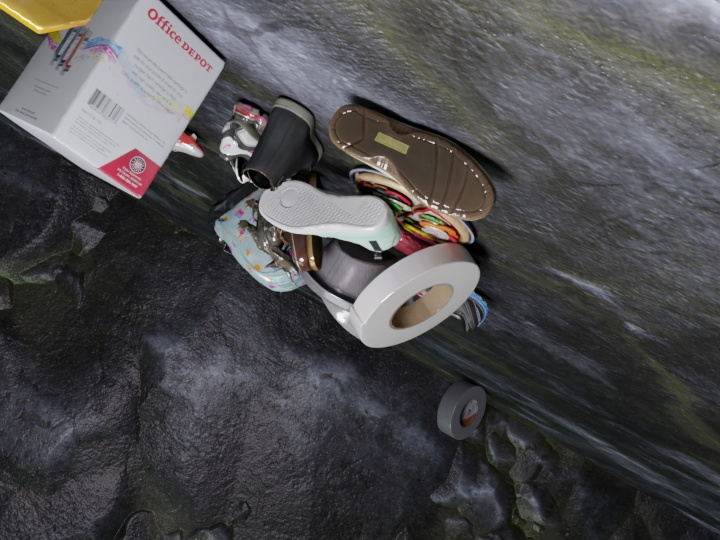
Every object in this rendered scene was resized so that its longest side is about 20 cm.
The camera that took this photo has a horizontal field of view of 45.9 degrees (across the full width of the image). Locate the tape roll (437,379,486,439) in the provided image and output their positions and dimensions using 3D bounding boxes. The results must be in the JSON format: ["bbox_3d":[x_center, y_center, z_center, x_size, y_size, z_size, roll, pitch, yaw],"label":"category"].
[{"bbox_3d":[0.354,0.486,2.970,0.066,0.201,0.200,22,169,41],"label":"tape roll"}]

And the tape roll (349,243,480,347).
[{"bbox_3d":[0.079,0.039,1.228,0.037,0.202,0.203,58,-175,25],"label":"tape roll"}]

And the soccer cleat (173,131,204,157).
[{"bbox_3d":[-0.378,-0.243,1.537,0.199,0.086,0.069,30,171,0],"label":"soccer cleat"}]

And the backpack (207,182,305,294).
[{"bbox_3d":[-0.160,-0.057,1.467,0.200,0.167,0.127,53,-179,17],"label":"backpack"}]

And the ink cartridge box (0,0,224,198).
[{"bbox_3d":[-0.294,-0.221,1.017,0.144,0.201,0.145,25,170,39],"label":"ink cartridge box"}]

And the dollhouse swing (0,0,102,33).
[{"bbox_3d":[-0.251,-0.272,0.577,0.176,0.201,0.181,35,170,-37],"label":"dollhouse swing"}]

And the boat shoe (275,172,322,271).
[{"bbox_3d":[-0.092,-0.069,1.282,0.070,0.201,0.071,-9,130,5],"label":"boat shoe"}]

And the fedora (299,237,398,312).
[{"bbox_3d":[0.000,0.000,1.331,0.177,0.091,0.200,39,-163,32],"label":"fedora"}]

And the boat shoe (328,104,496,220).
[{"bbox_3d":[0.063,-0.119,0.926,0.199,0.072,0.076,35,-173,13],"label":"boat shoe"}]

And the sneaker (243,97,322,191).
[{"bbox_3d":[-0.109,-0.148,1.137,0.074,0.107,0.200,28,171,7],"label":"sneaker"}]

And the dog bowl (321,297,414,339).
[{"bbox_3d":[0.014,0.033,1.511,0.199,0.059,0.201,31,-145,-25],"label":"dog bowl"}]

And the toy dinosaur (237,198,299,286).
[{"bbox_3d":[-0.144,-0.078,1.367,0.076,0.201,0.102,-14,149,10],"label":"toy dinosaur"}]

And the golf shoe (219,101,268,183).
[{"bbox_3d":[-0.155,-0.166,1.241,0.072,0.092,0.200,25,172,20],"label":"golf shoe"}]

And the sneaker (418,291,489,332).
[{"bbox_3d":[0.133,0.042,1.518,0.199,0.083,0.071,33,172,-1],"label":"sneaker"}]

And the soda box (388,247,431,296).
[{"bbox_3d":[0.078,-0.012,1.439,0.199,0.068,0.064,29,171,2],"label":"soda box"}]

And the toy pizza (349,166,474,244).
[{"bbox_3d":[0.068,-0.082,1.196,0.199,0.032,0.200,29,171,5],"label":"toy pizza"}]

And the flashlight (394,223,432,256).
[{"bbox_3d":[0.087,-0.031,1.321,0.199,0.068,0.068,33,145,-14],"label":"flashlight"}]

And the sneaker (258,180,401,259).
[{"bbox_3d":[-0.040,-0.066,1.197,0.199,0.074,0.118,11,166,22],"label":"sneaker"}]
